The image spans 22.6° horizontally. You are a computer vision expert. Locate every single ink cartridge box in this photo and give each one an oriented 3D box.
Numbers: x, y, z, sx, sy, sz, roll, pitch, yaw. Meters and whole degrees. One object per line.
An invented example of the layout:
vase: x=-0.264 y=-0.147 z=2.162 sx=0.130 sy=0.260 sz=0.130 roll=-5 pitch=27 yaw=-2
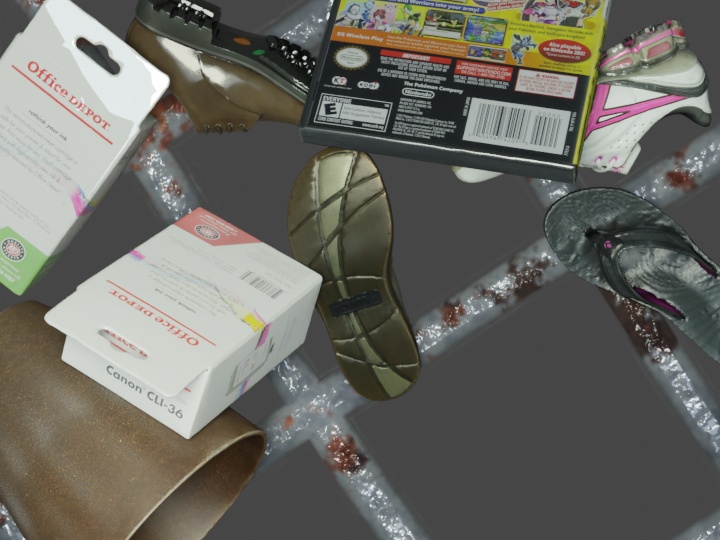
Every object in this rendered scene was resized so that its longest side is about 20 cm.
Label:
ink cartridge box: x=-0.233 y=-0.098 z=1.338 sx=0.117 sy=0.067 sz=0.200 roll=38 pitch=101 yaw=-1
ink cartridge box: x=-0.128 y=0.041 z=1.272 sx=0.116 sy=0.200 sz=0.068 roll=30 pitch=124 yaw=16

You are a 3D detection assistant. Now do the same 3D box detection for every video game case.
video game case: x=0.073 y=-0.159 z=1.289 sx=0.199 sy=0.026 sz=0.181 roll=9 pitch=66 yaw=11

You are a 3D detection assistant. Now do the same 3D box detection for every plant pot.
plant pot: x=-0.203 y=0.122 z=1.321 sx=0.200 sy=0.187 sz=0.187 roll=42 pitch=96 yaw=13

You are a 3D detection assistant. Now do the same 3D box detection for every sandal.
sandal: x=0.000 y=0.000 z=1.353 sx=0.081 sy=0.055 sz=0.201 roll=-16 pitch=109 yaw=10
sandal: x=0.229 y=0.002 z=1.339 sx=0.200 sy=0.048 sz=0.076 roll=32 pitch=96 yaw=-1

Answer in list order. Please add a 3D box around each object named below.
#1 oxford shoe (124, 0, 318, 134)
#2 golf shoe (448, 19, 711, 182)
oxford shoe: x=-0.084 y=-0.134 z=1.341 sx=0.199 sy=0.073 sz=0.085 roll=26 pitch=113 yaw=2
golf shoe: x=0.163 y=-0.104 z=1.321 sx=0.199 sy=0.073 sz=0.092 roll=-26 pitch=95 yaw=5
